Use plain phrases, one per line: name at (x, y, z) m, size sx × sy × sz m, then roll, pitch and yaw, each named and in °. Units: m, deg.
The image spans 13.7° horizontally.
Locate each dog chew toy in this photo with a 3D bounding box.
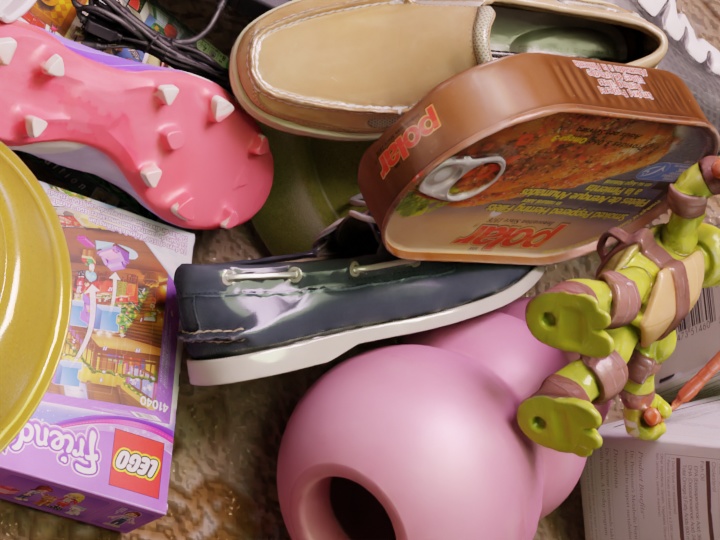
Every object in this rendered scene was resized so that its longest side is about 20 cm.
dog chew toy at (0.050, 0.075, 1.396) m, size 0.200 × 0.124 × 0.125 m, roll -36°, pitch 96°, yaw -47°

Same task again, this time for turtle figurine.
turtle figurine at (0.130, 0.005, 1.351) m, size 0.064 × 0.201 × 0.161 m, roll 33°, pitch 38°, yaw 19°

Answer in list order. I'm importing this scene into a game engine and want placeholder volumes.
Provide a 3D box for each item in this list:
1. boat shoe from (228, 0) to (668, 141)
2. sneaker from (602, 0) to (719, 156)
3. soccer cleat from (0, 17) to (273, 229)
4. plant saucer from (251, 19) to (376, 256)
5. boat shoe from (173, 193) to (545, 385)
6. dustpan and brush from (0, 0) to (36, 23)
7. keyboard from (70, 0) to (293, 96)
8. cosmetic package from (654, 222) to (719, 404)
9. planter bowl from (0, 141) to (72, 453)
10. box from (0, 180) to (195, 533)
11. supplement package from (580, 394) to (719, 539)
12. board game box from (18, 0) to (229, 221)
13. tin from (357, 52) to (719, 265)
boat shoe at (0.042, -0.101, 1.346) m, size 0.199 × 0.076 × 0.072 m, roll -7°, pitch 89°, yaw -15°
sneaker at (0.152, -0.071, 1.455) m, size 0.200 × 0.066 × 0.091 m, roll 41°, pitch 70°, yaw -21°
soccer cleat at (-0.121, -0.070, 1.334) m, size 0.199 × 0.076 × 0.067 m, roll 18°, pitch 95°, yaw -45°
plant saucer at (0.033, -0.072, 1.441) m, size 0.199 × 0.031 × 0.202 m, roll -3°, pitch 97°, yaw -27°
boat shoe at (0.000, 0.000, 1.370) m, size 0.199 × 0.075 × 0.062 m, roll -16°, pitch 100°, yaw -29°
dustpan and brush at (-0.175, -0.187, 1.333) m, size 0.139 × 0.057 × 0.200 m, roll 28°, pitch 54°, yaw 5°
keyboard at (-0.058, -0.138, 1.383) m, size 0.199 × 0.021 × 0.128 m, roll 25°, pitch 76°, yaw -3°
cosmetic package at (0.246, 0.031, 1.559) m, size 0.199 × 0.103 × 0.074 m, roll 9°, pitch 68°, yaw -34°
planter bowl at (-0.218, -0.004, 1.181) m, size 0.199 × 0.084 × 0.202 m, roll -2°, pitch 62°, yaw 3°
box at (-0.170, 0.023, 1.301) m, size 0.199 × 0.039 × 0.138 m, roll 20°, pitch 62°, yaw -30°
supplement package at (0.212, 0.127, 1.423) m, size 0.113 × 0.199 × 0.110 m, roll -11°, pitch 98°, yaw -37°
board game box at (-0.156, -0.114, 1.374) m, size 0.200 × 0.023 × 0.105 m, roll 37°, pitch 58°, yaw -20°
tin at (0.080, -0.048, 1.333) m, size 0.199 × 0.112 × 0.042 m, roll 3°, pitch 49°, yaw -52°
